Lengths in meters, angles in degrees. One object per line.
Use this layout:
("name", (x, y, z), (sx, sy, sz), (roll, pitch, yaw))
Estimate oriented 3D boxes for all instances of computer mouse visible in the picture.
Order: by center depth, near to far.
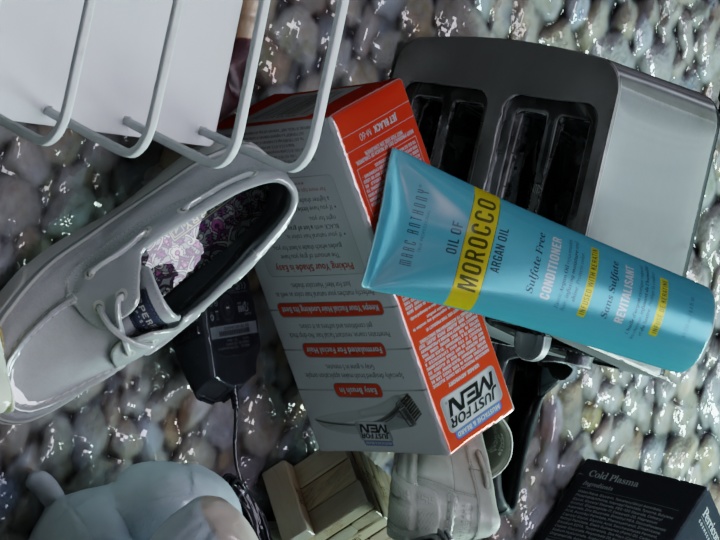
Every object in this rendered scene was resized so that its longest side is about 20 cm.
("computer mouse", (-0.078, 0.081, 1.422), (0.059, 0.034, 0.201), (-1, 83, -62))

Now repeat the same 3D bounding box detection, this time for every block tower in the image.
("block tower", (0.021, 0.170, 1.561), (0.058, 0.054, 0.200), (-34, 138, 14))

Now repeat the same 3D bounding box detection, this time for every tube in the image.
("tube", (0.096, 0.002, 1.400), (0.199, 0.050, 0.078), (19, 70, -19))

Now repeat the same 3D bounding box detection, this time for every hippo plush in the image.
("hippo plush", (-0.114, 0.184, 1.330), (0.199, 0.161, 0.160), (-24, 110, -2))

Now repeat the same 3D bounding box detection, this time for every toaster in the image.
("toaster", (0.108, -0.046, 1.531), (0.118, 0.180, 0.201), (16, 88, -49))

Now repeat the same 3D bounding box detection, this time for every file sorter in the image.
("file sorter", (-0.117, -0.127, 1.236), (0.199, 0.124, 0.140), (6, 102, -36))

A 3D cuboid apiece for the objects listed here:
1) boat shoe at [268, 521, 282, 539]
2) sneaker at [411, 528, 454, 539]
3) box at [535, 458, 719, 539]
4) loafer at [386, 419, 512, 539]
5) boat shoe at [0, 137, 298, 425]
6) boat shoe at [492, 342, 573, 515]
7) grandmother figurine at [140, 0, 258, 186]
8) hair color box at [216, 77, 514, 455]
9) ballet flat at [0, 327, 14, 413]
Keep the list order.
("boat shoe", (-0.065, 0.189, 1.492), (0.063, 0.073, 0.200), (-38, 151, 18))
("sneaker", (-0.030, 0.196, 1.417), (0.199, 0.075, 0.082), (-23, 131, -19))
("box", (0.182, 0.266, 1.756), (0.182, 0.104, 0.200), (-54, 135, -29))
("loafer", (0.055, 0.102, 1.530), (0.200, 0.069, 0.070), (-81, 177, -61))
("boat shoe", (-0.114, 0.011, 1.324), (0.200, 0.068, 0.072), (-35, 117, -13))
("boat shoe", (0.101, 0.063, 1.636), (0.074, 0.066, 0.200), (43, 66, -53))
("grandmother figurine", (-0.097, -0.116, 1.363), (0.121, 0.060, 0.201), (-15, 110, -24))
("hair color box", (0.000, 0.000, 1.434), (0.064, 0.111, 0.201), (-30, 108, -39))
("ballet flat", (-0.209, 0.082, 1.262), (0.068, 0.072, 0.201), (28, 77, -48))
